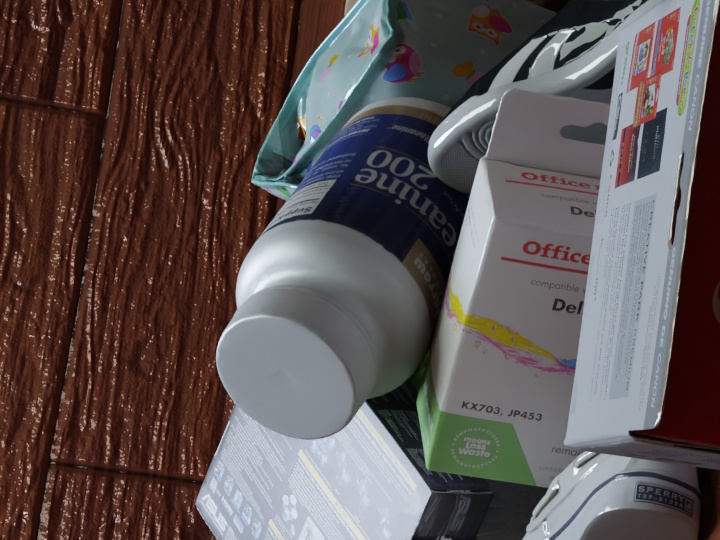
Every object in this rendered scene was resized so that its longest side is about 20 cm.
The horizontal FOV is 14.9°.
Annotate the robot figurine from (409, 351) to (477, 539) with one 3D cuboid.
[{"bbox_3d":[0.024,0.107,1.670,0.200,0.116,0.176,-109,8,-51],"label":"robot figurine"}]

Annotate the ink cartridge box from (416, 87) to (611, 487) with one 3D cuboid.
[{"bbox_3d":[0.107,0.014,1.424,0.067,0.117,0.200,-94,15,-59],"label":"ink cartridge box"}]

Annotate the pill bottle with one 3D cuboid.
[{"bbox_3d":[0.000,0.000,1.508,0.200,0.111,0.111,-55,-14,-46],"label":"pill bottle"}]

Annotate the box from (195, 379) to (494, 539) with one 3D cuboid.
[{"bbox_3d":[-0.014,0.130,1.562,0.200,0.049,0.161,51,129,47],"label":"box"}]

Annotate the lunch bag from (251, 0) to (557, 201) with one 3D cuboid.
[{"bbox_3d":[0.044,-0.077,1.665,0.200,0.170,0.122,-50,24,44],"label":"lunch bag"}]

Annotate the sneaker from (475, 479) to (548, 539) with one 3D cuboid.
[{"bbox_3d":[0.096,0.172,1.515,0.081,0.076,0.200,92,-175,-66],"label":"sneaker"}]

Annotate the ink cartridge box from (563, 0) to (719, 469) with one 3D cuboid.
[{"bbox_3d":[0.158,-0.017,1.199,0.176,0.084,0.200,150,128,-81],"label":"ink cartridge box"}]

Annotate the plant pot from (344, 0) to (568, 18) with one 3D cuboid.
[{"bbox_3d":[0.094,-0.188,1.727,0.201,0.093,0.201,-39,-16,-13],"label":"plant pot"}]

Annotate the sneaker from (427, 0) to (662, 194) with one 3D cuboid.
[{"bbox_3d":[0.123,-0.122,1.470,0.200,0.073,0.112,-29,37,35],"label":"sneaker"}]

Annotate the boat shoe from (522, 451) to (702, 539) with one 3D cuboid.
[{"bbox_3d":[0.118,0.128,1.385,0.200,0.072,0.066,114,168,-61],"label":"boat shoe"}]
